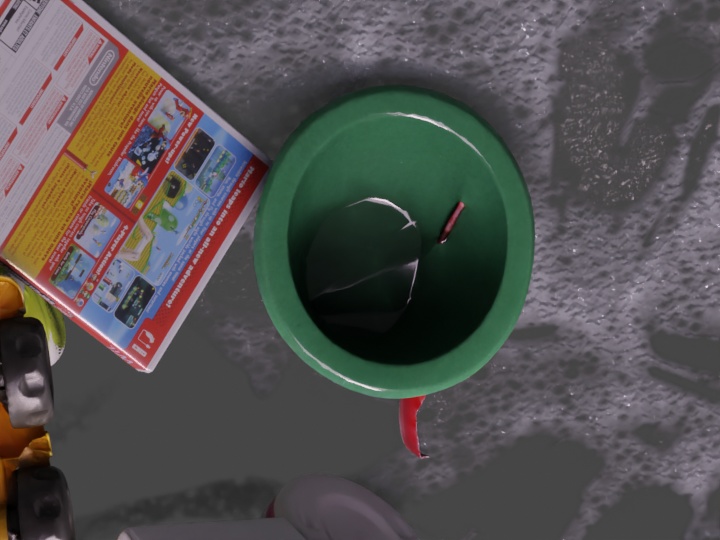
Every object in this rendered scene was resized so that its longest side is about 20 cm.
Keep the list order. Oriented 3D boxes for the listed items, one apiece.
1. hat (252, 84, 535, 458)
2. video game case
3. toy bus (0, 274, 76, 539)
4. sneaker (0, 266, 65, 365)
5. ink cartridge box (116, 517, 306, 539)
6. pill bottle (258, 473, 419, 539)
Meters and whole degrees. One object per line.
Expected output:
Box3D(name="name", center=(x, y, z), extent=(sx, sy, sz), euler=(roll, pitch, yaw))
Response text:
Box3D(name="hat", center=(0.000, 0.000, 1.682), extent=(0.165, 0.176, 0.201), euler=(10, 85, -13))
Box3D(name="video game case", center=(-0.152, -0.057, 1.569), extent=(0.200, 0.017, 0.143), euler=(40, 73, -29))
Box3D(name="toy bus", center=(-0.225, 0.110, 1.593), extent=(0.135, 0.192, 0.202), euler=(-7, 86, 0))
Box3D(name="sneaker", center=(-0.245, -0.007, 1.604), extent=(0.104, 0.076, 0.201), euler=(-19, 126, 6))
Box3D(name="ink cartridge box", center=(-0.111, 0.244, 1.657), extent=(0.146, 0.083, 0.201), euler=(3, 127, -50))
Box3D(name="pill bottle", center=(-0.052, 0.233, 1.774), extent=(0.113, 0.114, 0.200), euler=(25, 117, -23))
